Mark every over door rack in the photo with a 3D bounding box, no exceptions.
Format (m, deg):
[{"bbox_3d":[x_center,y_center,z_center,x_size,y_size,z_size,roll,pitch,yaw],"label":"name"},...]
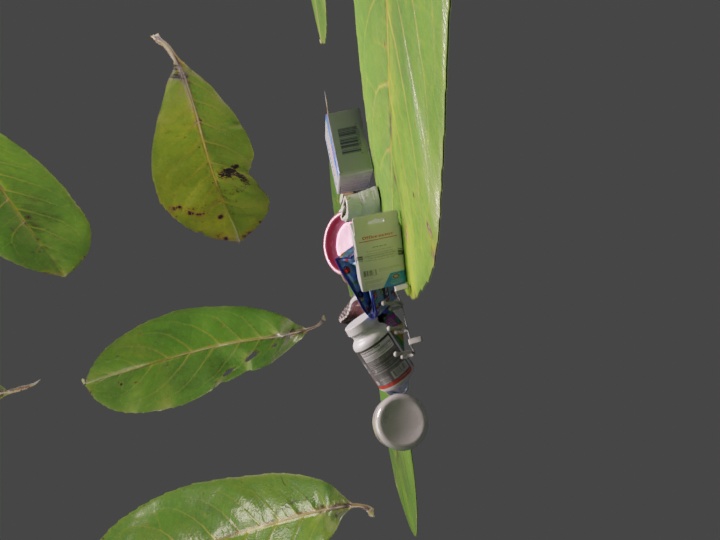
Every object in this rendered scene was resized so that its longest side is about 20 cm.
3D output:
[{"bbox_3d":[0.099,0.133,1.460,0.200,0.066,0.150,92,164,-71],"label":"over door rack"}]

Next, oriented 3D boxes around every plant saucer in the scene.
[{"bbox_3d":[-0.033,-0.085,1.821,0.199,0.050,0.204,1,91,43],"label":"plant saucer"}]

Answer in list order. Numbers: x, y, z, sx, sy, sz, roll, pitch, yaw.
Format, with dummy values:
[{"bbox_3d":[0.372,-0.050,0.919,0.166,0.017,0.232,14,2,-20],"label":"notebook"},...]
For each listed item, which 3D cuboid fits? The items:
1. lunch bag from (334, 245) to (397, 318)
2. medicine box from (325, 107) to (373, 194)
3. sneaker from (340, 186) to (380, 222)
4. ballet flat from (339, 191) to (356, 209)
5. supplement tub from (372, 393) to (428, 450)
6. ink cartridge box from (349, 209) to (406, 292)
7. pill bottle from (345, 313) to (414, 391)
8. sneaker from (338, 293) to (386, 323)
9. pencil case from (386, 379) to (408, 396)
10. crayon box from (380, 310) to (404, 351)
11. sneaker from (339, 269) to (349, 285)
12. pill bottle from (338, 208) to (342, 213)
[{"bbox_3d":[0.031,0.027,1.566,0.150,0.093,0.202,-40,-69,-59],"label":"lunch bag"},{"bbox_3d":[-0.036,-0.342,1.698,0.200,0.101,0.185,117,141,-81],"label":"medicine box"},{"bbox_3d":[-0.002,-0.159,1.664,0.201,0.114,0.074,82,172,-58],"label":"sneaker"},{"bbox_3d":[-0.047,-0.256,2.239,0.201,0.064,0.071,84,172,-51],"label":"ballet flat"},{"bbox_3d":[0.106,0.419,1.612,0.200,0.143,0.147,95,162,-75],"label":"supplement tub"},{"bbox_3d":[0.041,-0.059,1.405,0.067,0.114,0.202,-109,9,-59],"label":"ink cartridge box"},{"bbox_3d":[0.051,0.216,1.584,0.201,0.115,0.116,57,177,-6],"label":"pill bottle"},{"bbox_3d":[0.010,0.131,1.675,0.115,0.076,0.200,39,150,5],"label":"sneaker"},{"bbox_3d":[0.100,0.342,1.859,0.200,0.082,0.092,-148,39,-83],"label":"pencil case"},{"bbox_3d":[0.060,0.172,1.767,0.200,0.058,0.174,48,152,45],"label":"crayon box"},{"bbox_3d":[0.000,0.000,1.694,0.200,0.069,0.109,47,-154,-38],"label":"sneaker"},{"bbox_3d":[-0.011,-0.108,1.911,0.112,0.110,0.203,101,158,-77],"label":"pill bottle"}]
